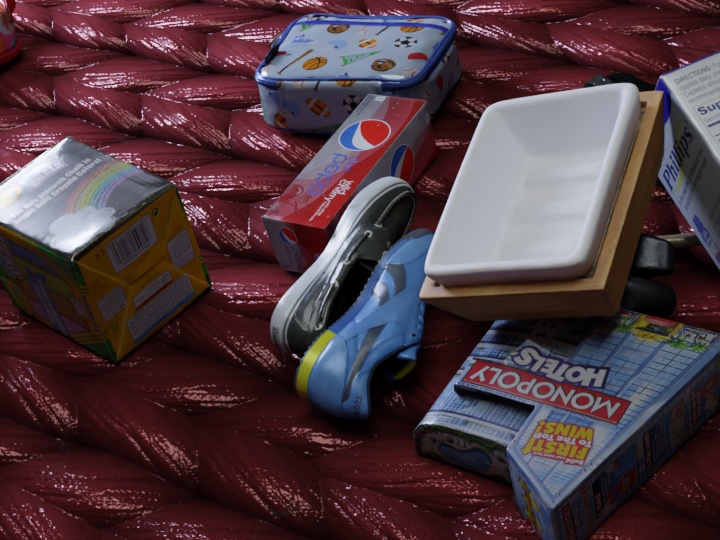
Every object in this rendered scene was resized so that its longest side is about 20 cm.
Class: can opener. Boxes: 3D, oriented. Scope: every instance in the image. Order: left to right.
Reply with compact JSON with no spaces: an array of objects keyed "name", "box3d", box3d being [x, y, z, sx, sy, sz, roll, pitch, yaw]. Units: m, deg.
[{"name":"can opener","box3d":[0.161,0.014,1.222,0.200,0.063,0.079,-2,66,30]}]

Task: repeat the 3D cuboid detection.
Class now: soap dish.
[{"name":"soap dish","box3d":[0.149,-0.049,1.168,0.157,0.081,0.200,-4,48,36]}]

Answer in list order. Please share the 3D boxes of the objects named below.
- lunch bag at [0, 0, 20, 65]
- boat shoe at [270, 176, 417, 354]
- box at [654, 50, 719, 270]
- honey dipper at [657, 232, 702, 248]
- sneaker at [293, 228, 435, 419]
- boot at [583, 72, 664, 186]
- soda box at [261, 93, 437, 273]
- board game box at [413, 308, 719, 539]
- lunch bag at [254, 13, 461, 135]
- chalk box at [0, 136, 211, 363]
[{"name":"lunch bag","box3d":[-0.493,-0.292,1.775,0.176,0.082,0.200,-30,40,-19]},{"name":"boat shoe","box3d":[0.000,0.000,1.281,0.057,0.069,0.200,15,54,35]},{"name":"box","box3d":[0.354,-0.085,1.187,0.184,0.105,0.200,-23,65,-11]},{"name":"honey dipper","box3d":[0.271,-0.023,1.252,0.199,0.038,0.038,-4,39,6]},{"name":"sneaker","box3d":[0.029,0.047,1.220,0.078,0.066,0.200,21,50,24]},{"name":"boot","box3d":[0.319,-0.141,1.337,0.158,0.080,0.211,-36,54,-15]},{"name":"soda box","box3d":[-0.005,-0.080,1.380,0.070,0.064,0.200,12,46,30]},{"name":"board game box","box3d":[0.144,0.109,1.105,0.200,0.062,0.200,15,46,31]},{"name":"lunch bag","box3d":[-0.004,-0.207,1.528,0.200,0.076,0.160,7,41,23]},{"name":"chalk box","box3d":[-0.255,-0.027,1.347,0.200,0.124,0.124,24,53,39]}]
